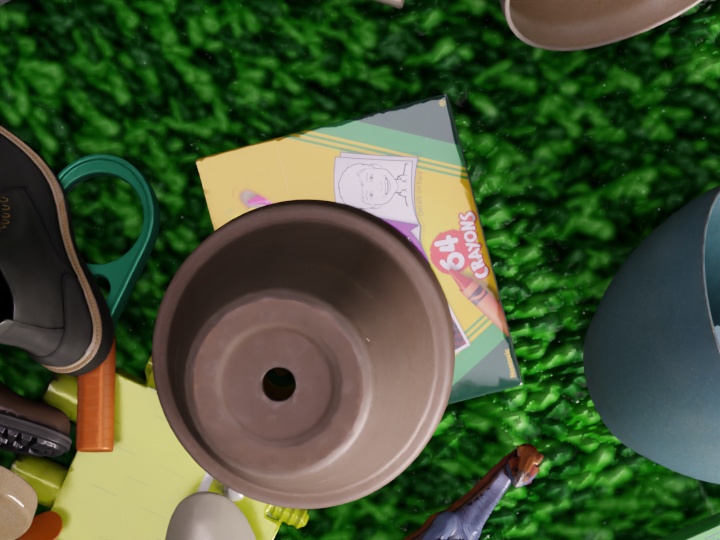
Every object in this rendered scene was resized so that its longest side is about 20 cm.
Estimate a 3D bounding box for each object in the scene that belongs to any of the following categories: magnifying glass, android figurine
[{"bbox_3d":[-0.175,0.021,1.531,0.079,0.022,0.200,-2,78,10],"label":"magnifying glass"},{"bbox_3d":[-0.135,0.148,1.549,0.200,0.041,0.182,27,93,2],"label":"android figurine"}]

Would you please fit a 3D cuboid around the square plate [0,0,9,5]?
[{"bbox_3d":[-0.241,-0.238,1.465,0.198,0.200,0.028,-24,56,3],"label":"square plate"}]

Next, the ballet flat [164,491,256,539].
[{"bbox_3d":[-0.092,0.245,1.512,0.069,0.069,0.200,-3,112,2],"label":"ballet flat"}]

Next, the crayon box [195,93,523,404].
[{"bbox_3d":[0.000,0.000,1.527,0.172,0.058,0.200,-15,93,2],"label":"crayon box"}]

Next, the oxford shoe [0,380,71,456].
[{"bbox_3d":[-0.272,0.059,1.522,0.200,0.073,0.085,27,73,9],"label":"oxford shoe"}]

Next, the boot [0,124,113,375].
[{"bbox_3d":[-0.240,-0.031,1.473,0.077,0.138,0.200,-39,71,9],"label":"boot"}]

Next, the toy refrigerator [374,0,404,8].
[{"bbox_3d":[0.024,-0.280,1.504,0.070,0.076,0.200,17,94,1],"label":"toy refrigerator"}]

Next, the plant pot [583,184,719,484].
[{"bbox_3d":[0.224,0.054,1.475,0.135,0.200,0.200,-22,93,37],"label":"plant pot"}]

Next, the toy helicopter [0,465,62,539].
[{"bbox_3d":[-0.290,0.168,1.514,0.200,0.079,0.132,-22,136,36],"label":"toy helicopter"}]

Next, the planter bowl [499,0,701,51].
[{"bbox_3d":[0.154,-0.254,1.458,0.200,0.200,0.135,-28,65,3],"label":"planter bowl"}]

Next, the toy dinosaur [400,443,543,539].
[{"bbox_3d":[0.045,0.187,1.526,0.200,0.105,0.182,18,73,13],"label":"toy dinosaur"}]

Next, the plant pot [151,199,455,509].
[{"bbox_3d":[-0.043,0.061,1.419,0.200,0.175,0.201,1,96,5],"label":"plant pot"}]

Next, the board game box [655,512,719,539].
[{"bbox_3d":[0.255,0.269,1.543,0.153,0.040,0.200,-25,92,3],"label":"board game box"}]
